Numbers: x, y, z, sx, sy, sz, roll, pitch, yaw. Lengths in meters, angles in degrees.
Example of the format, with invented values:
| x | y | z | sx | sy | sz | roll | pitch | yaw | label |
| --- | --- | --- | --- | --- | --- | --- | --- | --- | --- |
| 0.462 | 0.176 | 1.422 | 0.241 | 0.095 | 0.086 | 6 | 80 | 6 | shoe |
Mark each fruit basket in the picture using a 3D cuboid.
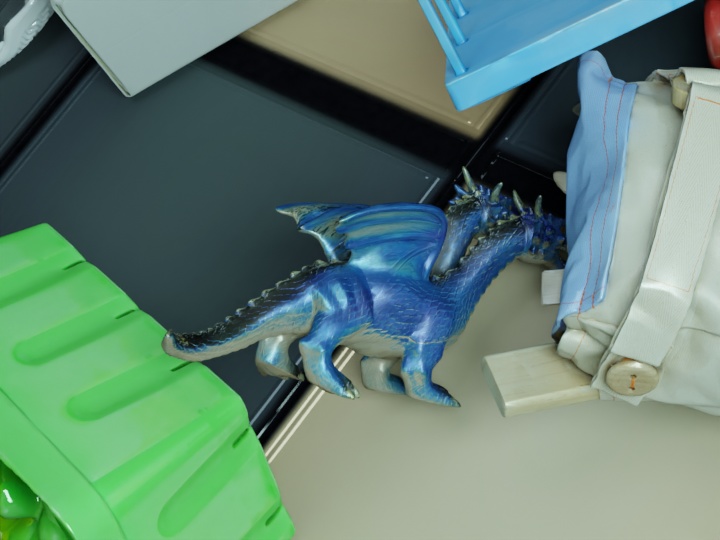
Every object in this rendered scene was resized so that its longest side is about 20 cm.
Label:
| x | y | z | sx | sy | sz | roll | pitch | yaw | label |
| --- | --- | --- | --- | --- | --- | --- | --- | --- | --- |
| -0.160 | 0.092 | 0.840 | 0.215 | 0.156 | 0.216 | -9 | 44 | 9 | fruit basket |

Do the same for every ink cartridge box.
| x | y | z | sx | sy | sz | roll | pitch | yaw | label |
| --- | --- | --- | --- | --- | --- | --- | --- | --- | --- |
| -0.102 | -0.208 | 1.067 | 0.144 | 0.084 | 0.200 | -29 | 48 | 7 | ink cartridge box |

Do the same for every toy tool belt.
| x | y | z | sx | sy | sz | roll | pitch | yaw | label |
| --- | --- | --- | --- | --- | --- | --- | --- | --- | --- |
| 0.113 | -0.033 | 0.800 | 0.123 | 0.125 | 0.200 | -3 | 57 | 17 | toy tool belt |

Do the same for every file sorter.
| x | y | z | sx | sy | sz | roll | pitch | yaw | label |
| --- | --- | --- | --- | --- | --- | --- | --- | --- | --- |
| 0.077 | -0.174 | 0.863 | 0.139 | 0.123 | 0.200 | -25 | 18 | 12 | file sorter |

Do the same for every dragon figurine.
| x | y | z | sx | sy | sz | roll | pitch | yaw | label |
| --- | --- | --- | --- | --- | --- | --- | --- | --- | --- |
| 0.000 | 0.000 | 0.830 | 0.059 | 0.200 | 0.099 | 10 | 92 | 56 | dragon figurine |

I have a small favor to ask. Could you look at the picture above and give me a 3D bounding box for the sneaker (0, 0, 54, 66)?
| x | y | z | sx | sy | sz | roll | pitch | yaw | label |
| --- | --- | --- | --- | --- | --- | --- | --- | --- | --- |
| -0.266 | -0.155 | 1.101 | 0.200 | 0.114 | 0.076 | -7 | 56 | 25 | sneaker |
